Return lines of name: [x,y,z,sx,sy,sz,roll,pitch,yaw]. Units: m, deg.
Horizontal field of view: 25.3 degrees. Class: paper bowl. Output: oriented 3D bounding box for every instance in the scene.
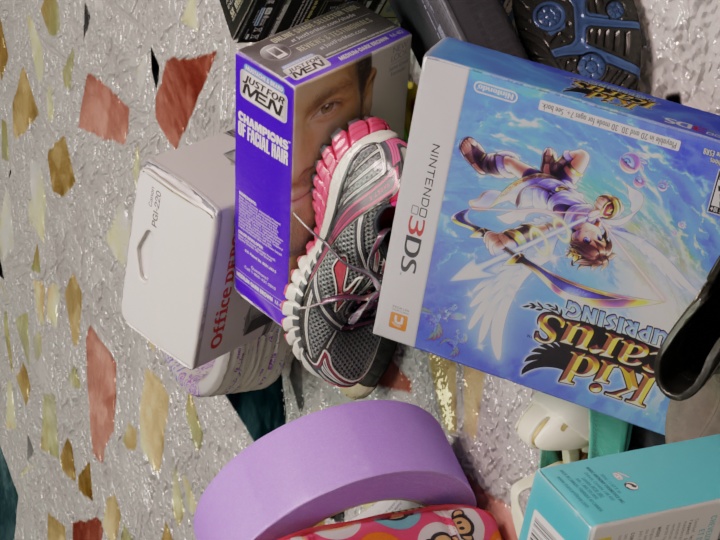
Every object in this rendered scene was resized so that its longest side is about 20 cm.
paper bowl: [-0.110,0.007,1.424,0.200,0.104,0.202,23,116,61]

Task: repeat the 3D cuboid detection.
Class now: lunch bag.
lunch bag: [0.000,0.249,1.149,0.082,0.198,0.177,67,149,33]

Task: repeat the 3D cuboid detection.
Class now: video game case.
video game case: [0.117,-0.018,0.921,0.199,0.045,0.183,18,119,16]

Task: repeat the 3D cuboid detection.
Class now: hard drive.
hard drive: [0.063,-0.150,1.033,0.200,0.042,0.136,116,128,-86]

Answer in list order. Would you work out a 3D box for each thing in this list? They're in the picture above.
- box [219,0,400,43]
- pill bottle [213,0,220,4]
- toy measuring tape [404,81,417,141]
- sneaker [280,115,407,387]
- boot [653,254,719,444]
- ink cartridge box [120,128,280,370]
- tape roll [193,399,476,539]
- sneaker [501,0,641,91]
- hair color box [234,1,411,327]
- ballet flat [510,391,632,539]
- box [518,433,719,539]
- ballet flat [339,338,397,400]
box: [0.003,-0.252,1.104,0.200,0.163,0.087,-56,47,52]
pill bottle: [-0.071,-0.311,1.284,0.120,0.119,0.201,66,147,33]
toy measuring tape: [0.017,-0.133,1.188,0.074,0.073,0.201,-47,55,55]
sneaker: [0.000,0.000,1.080,0.075,0.080,0.201,40,136,36]
boot: [0.182,0.040,0.807,0.068,0.130,0.201,42,127,27]
ink cartridge box: [-0.077,-0.032,1.222,0.085,0.199,0.147,34,128,30]
tape roll: [-0.018,0.182,1.172,0.066,0.199,0.201,62,145,36]
sneaker: [0.119,-0.171,1.012,0.077,0.075,0.201,79,171,-65]
hair color box: [-0.028,-0.071,1.108,0.065,0.109,0.201,33,137,34]
ballet flat: [0.131,0.122,1.016,0.067,0.070,0.202,24,115,60]
box: [0.171,0.128,0.796,0.049,0.199,0.083,45,133,48]
ballet flat: [0.003,0.013,1.259,0.067,0.056,0.201,49,136,50]
